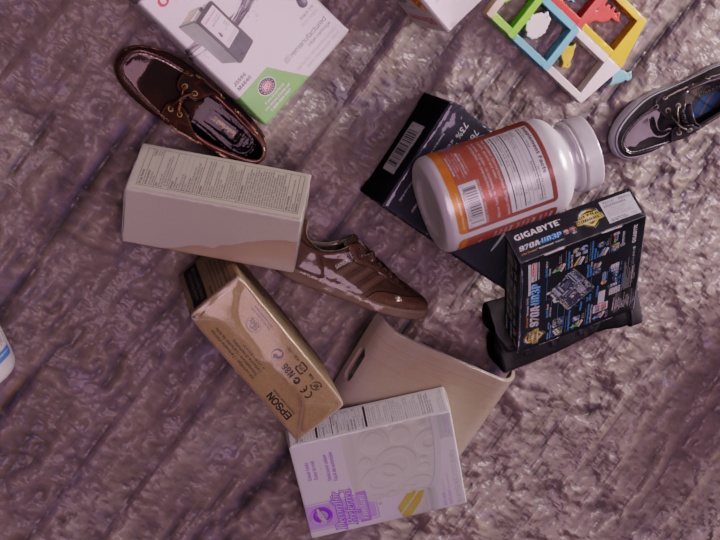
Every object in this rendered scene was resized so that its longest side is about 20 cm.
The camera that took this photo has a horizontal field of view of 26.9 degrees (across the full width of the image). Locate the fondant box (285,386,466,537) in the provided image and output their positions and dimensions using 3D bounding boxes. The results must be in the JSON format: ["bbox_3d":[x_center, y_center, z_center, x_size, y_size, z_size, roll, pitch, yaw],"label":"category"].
[{"bbox_3d":[0.020,0.234,1.828,0.198,0.058,0.145,-12,121,0],"label":"fondant box"}]

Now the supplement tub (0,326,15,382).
[{"bbox_3d":[-0.474,0.044,1.644,0.131,0.132,0.201,-25,107,-8],"label":"supplement tub"}]

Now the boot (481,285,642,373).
[{"bbox_3d":[0.243,0.021,1.875,0.198,0.066,0.166,-16,105,-6],"label":"boot"}]

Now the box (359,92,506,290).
[{"bbox_3d":[0.127,-0.094,1.790,0.199,0.104,0.149,34,92,-20],"label":"box"}]

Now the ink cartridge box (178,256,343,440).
[{"bbox_3d":[-0.117,0.078,1.732,0.075,0.165,0.200,-39,109,0],"label":"ink cartridge box"}]

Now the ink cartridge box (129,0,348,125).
[{"bbox_3d":[-0.137,-0.286,1.683,0.200,0.084,0.146,42,90,-20],"label":"ink cartridge box"}]

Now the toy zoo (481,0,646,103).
[{"bbox_3d":[0.258,-0.297,1.822,0.200,0.020,0.132,38,91,-20],"label":"toy zoo"}]

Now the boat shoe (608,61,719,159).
[{"bbox_3d":[0.402,-0.196,1.861,0.199,0.066,0.070,-26,108,-8],"label":"boat shoe"}]

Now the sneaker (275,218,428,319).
[{"bbox_3d":[0.000,0.000,1.796,0.198,0.070,0.076,19,97,-19],"label":"sneaker"}]

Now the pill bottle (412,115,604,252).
[{"bbox_3d":[0.166,-0.103,1.685,0.198,0.112,0.113,-19,107,-11],"label":"pill bottle"}]

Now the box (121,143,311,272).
[{"bbox_3d":[-0.161,-0.071,1.687,0.198,0.095,0.078,11,128,0],"label":"box"}]

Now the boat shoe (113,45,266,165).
[{"bbox_3d":[-0.188,-0.187,1.701,0.199,0.070,0.071,32,94,-18],"label":"boat shoe"}]

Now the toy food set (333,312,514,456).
[{"bbox_3d":[0.074,0.145,1.854,0.199,0.061,0.144,24,116,-18],"label":"toy food set"}]

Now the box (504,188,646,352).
[{"bbox_3d":[0.247,0.004,1.754,0.158,0.046,0.201,-20,147,-8],"label":"box"}]

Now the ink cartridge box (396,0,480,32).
[{"bbox_3d":[0.079,-0.368,1.699,0.125,0.129,0.200,-43,109,-2],"label":"ink cartridge box"}]
